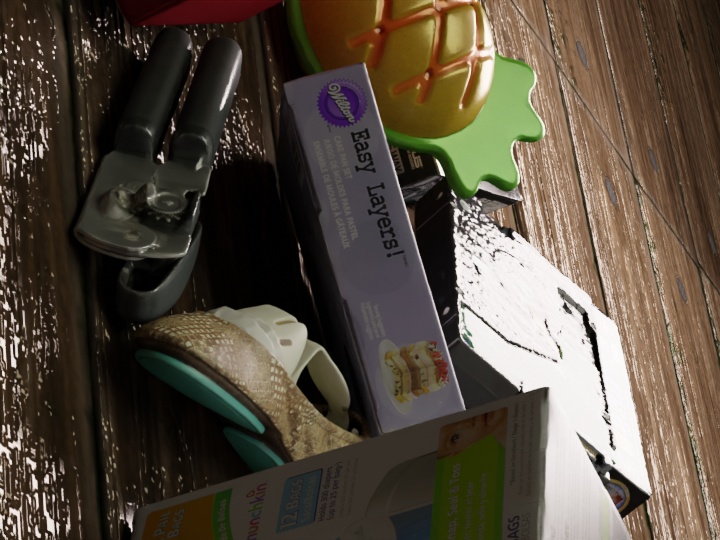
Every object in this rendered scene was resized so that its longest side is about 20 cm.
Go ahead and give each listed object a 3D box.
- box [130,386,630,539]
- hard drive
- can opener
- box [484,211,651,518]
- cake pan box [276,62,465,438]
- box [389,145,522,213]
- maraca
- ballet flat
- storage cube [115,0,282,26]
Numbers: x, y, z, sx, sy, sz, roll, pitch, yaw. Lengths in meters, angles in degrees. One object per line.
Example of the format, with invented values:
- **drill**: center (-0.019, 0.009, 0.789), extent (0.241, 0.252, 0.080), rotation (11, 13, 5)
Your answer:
- **box**: center (0.005, 0.145, 0.944), extent (0.101, 0.200, 0.113), rotation (60, 23, -32)
- **hard drive**: center (0.093, 0.039, 1.388), extent (0.140, 0.038, 0.200), rotation (39, 23, -22)
- **can opener**: center (-0.097, -0.048, 1.104), extent (0.200, 0.053, 0.067), rotation (-79, 178, -58)
- **box**: center (0.115, 0.059, 1.503), extent (0.160, 0.044, 0.200), rotation (40, 24, -23)
- **cake pan box**: center (0.000, 0.000, 1.219), extent (0.184, 0.052, 0.201), rotation (110, -35, -77)
- **box**: center (0.043, -0.123, 1.574), extent (0.200, 0.050, 0.158), rotation (12, 61, -70)
- **maraca**: center (0.036, -0.132, 1.423), extent (0.200, 0.107, 0.137), rotation (41, 59, -17)
- **ballet flat**: center (-0.047, 0.054, 1.086), extent (0.065, 0.070, 0.200), rotation (-58, 152, -13)
- **storage cube**: center (-0.051, -0.240, 1.165), extent (0.171, 0.179, 0.200), rotation (65, 18, 0)
